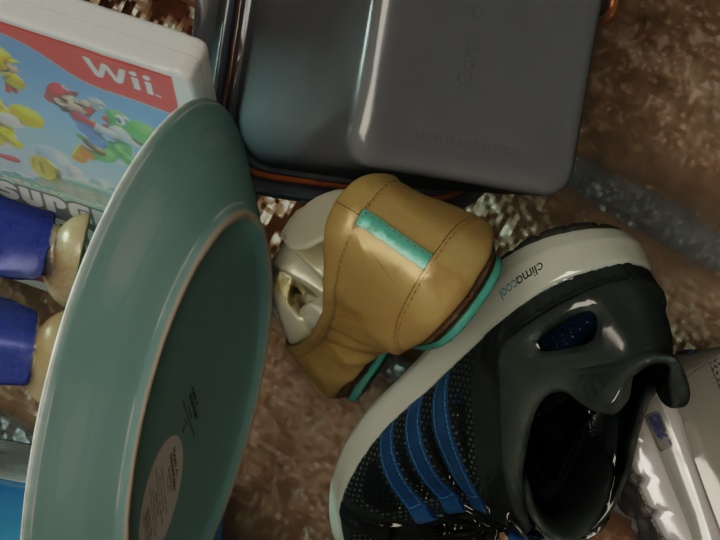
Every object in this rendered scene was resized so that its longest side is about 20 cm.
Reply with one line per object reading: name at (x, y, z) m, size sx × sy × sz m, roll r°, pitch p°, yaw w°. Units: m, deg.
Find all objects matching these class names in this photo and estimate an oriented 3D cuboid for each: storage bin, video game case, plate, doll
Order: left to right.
doll at (-0.201, 0.000, 0.966) m, size 0.198 × 0.049 × 0.137 m, roll 11°, pitch 64°, yaw -5°
video game case at (-0.113, -0.042, 0.981) m, size 0.142 × 0.200 × 0.018 m, roll 19°, pitch 63°, yaw 13°
plate at (-0.062, 0.044, 0.897) m, size 0.025 × 0.200 × 0.202 m, roll 13°, pitch 96°, yaw 12°
storage bin at (0.034, -0.112, 0.945) m, size 0.144 × 0.134 × 0.202 m, roll 8°, pitch 96°, yaw -20°

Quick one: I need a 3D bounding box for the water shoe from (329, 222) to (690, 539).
water shoe at (0.046, 0.069, 0.953) m, size 0.200 × 0.071 × 0.079 m, roll -61°, pitch 41°, yaw 46°

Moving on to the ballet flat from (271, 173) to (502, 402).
ballet flat at (0.000, 0.000, 0.948) m, size 0.063 × 0.200 × 0.069 m, roll 34°, pitch 76°, yaw -4°

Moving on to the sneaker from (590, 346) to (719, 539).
sneaker at (0.156, 0.116, 0.975) m, size 0.082 × 0.075 × 0.201 m, roll -26°, pitch 97°, yaw -7°

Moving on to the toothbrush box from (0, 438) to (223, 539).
toothbrush box at (-0.137, 0.169, 1.022) m, size 0.146 × 0.085 × 0.202 m, roll 6°, pitch 93°, yaw 34°
